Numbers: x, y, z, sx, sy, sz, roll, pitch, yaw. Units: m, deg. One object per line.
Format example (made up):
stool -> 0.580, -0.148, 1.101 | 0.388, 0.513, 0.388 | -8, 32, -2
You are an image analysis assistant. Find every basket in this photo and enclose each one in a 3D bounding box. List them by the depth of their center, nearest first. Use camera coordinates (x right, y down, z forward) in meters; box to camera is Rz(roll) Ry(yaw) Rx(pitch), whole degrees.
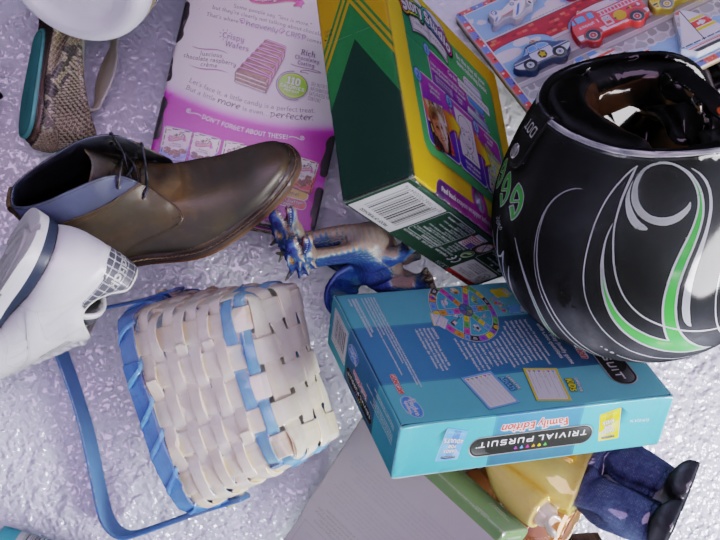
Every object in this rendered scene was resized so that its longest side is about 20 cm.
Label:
basket -> -0.126, 0.098, 0.903 | 0.200, 0.139, 0.177 | -15, 90, 19

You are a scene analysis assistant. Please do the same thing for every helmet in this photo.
helmet -> 0.188, -0.031, 0.829 | 0.200, 0.200, 0.191 | -7, 125, -9

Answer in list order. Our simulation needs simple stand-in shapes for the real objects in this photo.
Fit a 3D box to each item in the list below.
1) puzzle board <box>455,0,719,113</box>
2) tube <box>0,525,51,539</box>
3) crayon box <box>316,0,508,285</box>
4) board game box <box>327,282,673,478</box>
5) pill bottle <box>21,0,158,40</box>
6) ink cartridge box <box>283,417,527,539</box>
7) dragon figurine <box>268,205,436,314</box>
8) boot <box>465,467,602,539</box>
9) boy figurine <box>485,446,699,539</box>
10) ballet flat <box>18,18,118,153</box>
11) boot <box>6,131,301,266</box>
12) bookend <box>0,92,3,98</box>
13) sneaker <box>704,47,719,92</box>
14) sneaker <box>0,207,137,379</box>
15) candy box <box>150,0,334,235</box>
puzzle board -> 0.198, -0.198, 0.984 | 0.200, 0.017, 0.151 | -26, 58, -9
tube -> -0.179, 0.245, 0.908 | 0.200, 0.050, 0.078 | 20, 50, 0
crayon box -> 0.048, -0.101, 0.884 | 0.058, 0.200, 0.173 | -19, 65, 24
board game box -> 0.094, 0.070, 0.871 | 0.200, 0.151, 0.047 | -4, 124, -18
pill bottle -> -0.165, -0.265, 0.887 | 0.116, 0.116, 0.200 | 30, 48, -5
ink cartridge box -> 0.011, 0.226, 0.917 | 0.145, 0.048, 0.200 | 39, 104, 29
dragon figurine -> 0.000, 0.000, 0.927 | 0.099, 0.200, 0.059 | -21, 60, 9
boot -> 0.113, 0.166, 0.964 | 0.155, 0.077, 0.200 | -1, 92, -4
boy figurine -> 0.143, 0.128, 0.896 | 0.200, 0.064, 0.124 | 26, 64, 20
ballet flat -> -0.223, -0.190, 0.943 | 0.075, 0.068, 0.200 | 0, 90, -30
boot -> -0.144, -0.055, 0.853 | 0.200, 0.097, 0.075 | -25, 53, 9
bookend -> -0.335, -0.089, 0.898 | 0.199, 0.092, 0.200 | -35, 92, -9
sneaker -> 0.274, -0.159, 0.998 | 0.200, 0.082, 0.077 | -30, 91, -9
sneaker -> -0.230, 0.036, 0.867 | 0.080, 0.200, 0.077 | 20, 54, -25
candy box -> -0.082, -0.134, 0.954 | 0.136, 0.061, 0.200 | 14, 85, -6
